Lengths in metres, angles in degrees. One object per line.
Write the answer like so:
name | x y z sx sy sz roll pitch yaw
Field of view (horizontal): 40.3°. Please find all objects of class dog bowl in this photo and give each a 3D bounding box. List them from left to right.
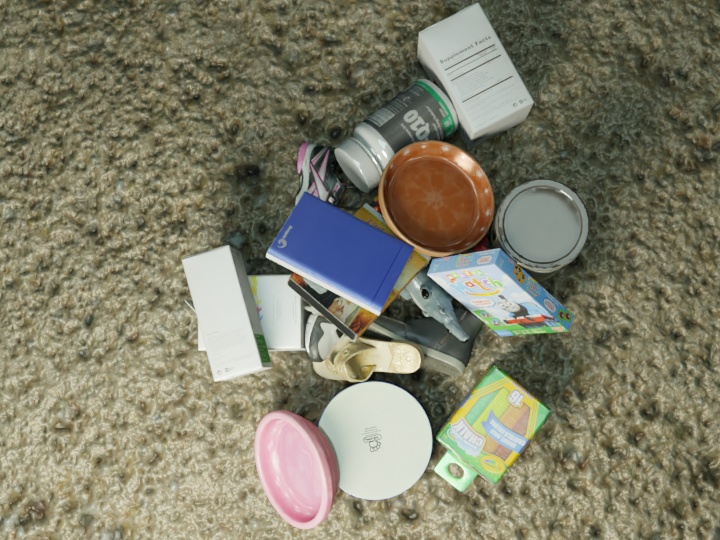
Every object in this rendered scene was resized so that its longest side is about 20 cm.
dog bowl | 0.024 0.286 1.665 0.200 0.079 0.201 0 84 4

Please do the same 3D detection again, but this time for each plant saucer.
plant saucer | -0.102 0.327 1.633 0.051 0.200 0.201 -13 81 -38
plant saucer | 0.124 -0.118 1.626 0.200 0.032 0.201 5 72 -16

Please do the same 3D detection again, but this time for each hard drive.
hard drive | -0.031 -0.029 1.557 0.200 0.025 0.132 27 60 3

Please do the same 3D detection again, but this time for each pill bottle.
pill bottle | 0.061 -0.230 1.689 0.200 0.113 0.113 -39 83 -12

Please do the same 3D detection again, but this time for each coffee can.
coffee can | 0.289 -0.060 1.628 0.146 0.200 0.147 0 83 3

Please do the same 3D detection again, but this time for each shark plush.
shark plush | 0.108 0.048 1.639 0.091 0.083 0.200 -29 65 10

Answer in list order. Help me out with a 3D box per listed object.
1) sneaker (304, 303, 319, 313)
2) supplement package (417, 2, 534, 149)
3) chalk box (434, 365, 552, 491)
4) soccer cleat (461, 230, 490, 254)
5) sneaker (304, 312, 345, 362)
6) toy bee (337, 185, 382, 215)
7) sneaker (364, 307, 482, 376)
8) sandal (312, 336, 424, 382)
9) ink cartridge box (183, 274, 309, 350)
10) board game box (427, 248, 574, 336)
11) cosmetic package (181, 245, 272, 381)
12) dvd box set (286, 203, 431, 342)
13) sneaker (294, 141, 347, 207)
sneaker | -0.055 -0.013 1.627 0.092 0.076 0.200 9 53 -19
supplement package | 0.195 -0.334 1.703 0.120 0.121 0.200 -27 82 -1
chalk box | 0.205 0.273 1.633 0.124 0.124 0.200 37 87 7
soccer cleat | 0.175 -0.086 1.706 0.068 0.085 0.200 -9 60 -14
sneaker | -0.026 0.071 1.663 0.080 0.074 0.200 18 66 27
toy bee | 0.052 -0.087 1.691 0.200 0.109 0.131 4 85 3
sneaker | 0.105 0.100 1.695 0.200 0.075 0.106 23 65 13
sandal | -0.002 0.152 1.645 0.211 0.070 0.078 -5 96 26
ink cartridge box | -0.192 0.075 1.676 0.200 0.129 0.126 -2 84 4
board game box | 0.228 0.040 1.602 0.200 0.151 0.037 39 61 -29
cosmetic package | -0.212 0.070 1.560 0.085 0.108 0.200 -15 85 3
dvd box set | 0.000 0.000 1.583 0.146 0.029 0.200 41 61 8
sneaker | -0.067 -0.129 1.714 0.086 0.080 0.200 0 85 6
